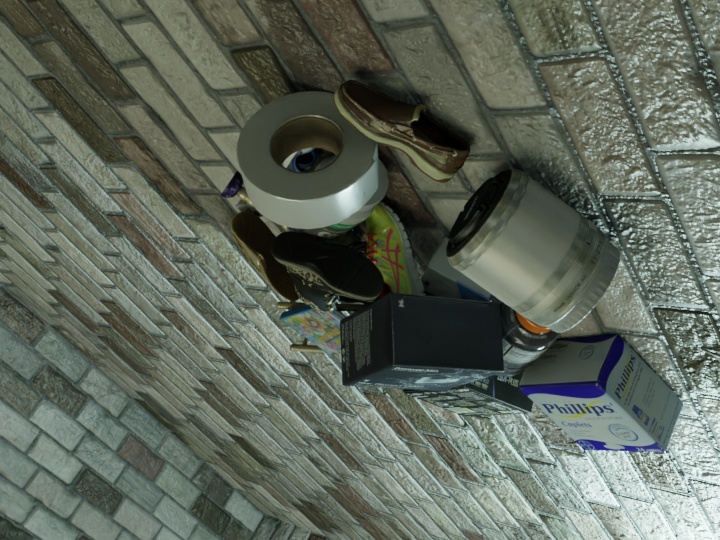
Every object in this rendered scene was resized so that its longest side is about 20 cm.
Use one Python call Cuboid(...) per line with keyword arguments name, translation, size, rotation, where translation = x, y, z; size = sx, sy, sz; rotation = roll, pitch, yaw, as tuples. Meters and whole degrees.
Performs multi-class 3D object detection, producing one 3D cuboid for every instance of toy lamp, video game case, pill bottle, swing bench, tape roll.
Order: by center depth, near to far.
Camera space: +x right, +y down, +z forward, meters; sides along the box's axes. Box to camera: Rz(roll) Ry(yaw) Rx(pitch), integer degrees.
Cuboid(name="tape roll", translation=(-0.072, -0.159, 1.303), size=(0.202, 0.203, 0.071), rotation=(22, 152, 18))
Cuboid(name="pill bottle", translation=(-0.041, -0.115, 1.443), size=(0.113, 0.113, 0.200), rotation=(37, 154, -11))
Cuboid(name="pill bottle", translation=(0.264, 0.096, 1.498), size=(0.106, 0.106, 0.200), rotation=(30, 153, 3))
Cuboid(name="toy lamp", translation=(-0.145, -0.091, 1.570), size=(0.200, 0.058, 0.058), rotation=(34, 154, -9))
Cuboid(name="video game case", translation=(-0.038, 0.128, 1.698), size=(0.200, 0.018, 0.143), rotation=(38, 149, -23))
Cuboid(name="swing bench", translation=(-0.039, 0.096, 1.801), size=(0.200, 0.130, 0.199), rotation=(18, 151, 14))

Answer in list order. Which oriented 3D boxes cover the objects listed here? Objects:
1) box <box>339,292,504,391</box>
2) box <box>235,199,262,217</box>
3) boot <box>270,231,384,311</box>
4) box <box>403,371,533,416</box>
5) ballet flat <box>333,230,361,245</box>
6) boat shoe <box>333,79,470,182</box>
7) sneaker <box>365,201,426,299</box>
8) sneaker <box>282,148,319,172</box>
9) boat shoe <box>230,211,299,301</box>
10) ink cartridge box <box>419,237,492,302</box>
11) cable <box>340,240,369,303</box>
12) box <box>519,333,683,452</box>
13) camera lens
Cuboid(name="box", translation=(0.094, 0.120, 1.464), size=(0.196, 0.118, 0.200), rotation=(6, 162, -23))
Cuboid(name="box", translation=(-0.151, -0.128, 1.623), size=(0.039, 0.041, 0.200), rotation=(44, 152, -26))
Cuboid(name="boot", translation=(-0.041, 0.020, 1.494), size=(0.203, 0.074, 0.154), rotation=(23, 157, 22))
Cuboid(name="box", translation=(0.207, 0.212, 1.733), size=(0.164, 0.086, 0.200), rotation=(24, 159, -26))
Cuboid(name="ballet flat", translation=(-0.053, -0.025, 1.668), size=(0.071, 0.071, 0.200), rotation=(35, 151, -8))
Cuboid(name="boat shoe", translation=(0.062, -0.205, 1.241), size=(0.202, 0.075, 0.075), rotation=(31, 141, -12))
Cuboid(name="sneaker", translation=(0.036, -0.021, 1.491), size=(0.200, 0.090, 0.078), rotation=(69, 162, -5))
Cuboid(name="sneaker", translation=(-0.115, -0.173, 1.471), size=(0.082, 0.074, 0.200), rotation=(27, 155, 4))
Cuboid(name="boat shoe", translation=(-0.170, -0.031, 1.690), size=(0.200, 0.074, 0.066), rotation=(56, 168, -20))
Cuboid(name="ink cartridge box", translation=(0.155, 0.037, 1.552), size=(0.116, 0.068, 0.200), rotation=(29, 154, 5))
Cuboid(name="cable", translation=(0.000, 0.000, 1.612), size=(0.163, 0.051, 0.200), rotation=(-9, 153, 19))
Cuboid(name="box", translation=(0.406, 0.212, 1.548), size=(0.200, 0.105, 0.184), rotation=(43, 151, -21))
Cuboid(name="camera lens", translation=(0.231, -0.029, 1.252), size=(0.200, 0.160, 0.160), rotation=(35, 154, -7))
